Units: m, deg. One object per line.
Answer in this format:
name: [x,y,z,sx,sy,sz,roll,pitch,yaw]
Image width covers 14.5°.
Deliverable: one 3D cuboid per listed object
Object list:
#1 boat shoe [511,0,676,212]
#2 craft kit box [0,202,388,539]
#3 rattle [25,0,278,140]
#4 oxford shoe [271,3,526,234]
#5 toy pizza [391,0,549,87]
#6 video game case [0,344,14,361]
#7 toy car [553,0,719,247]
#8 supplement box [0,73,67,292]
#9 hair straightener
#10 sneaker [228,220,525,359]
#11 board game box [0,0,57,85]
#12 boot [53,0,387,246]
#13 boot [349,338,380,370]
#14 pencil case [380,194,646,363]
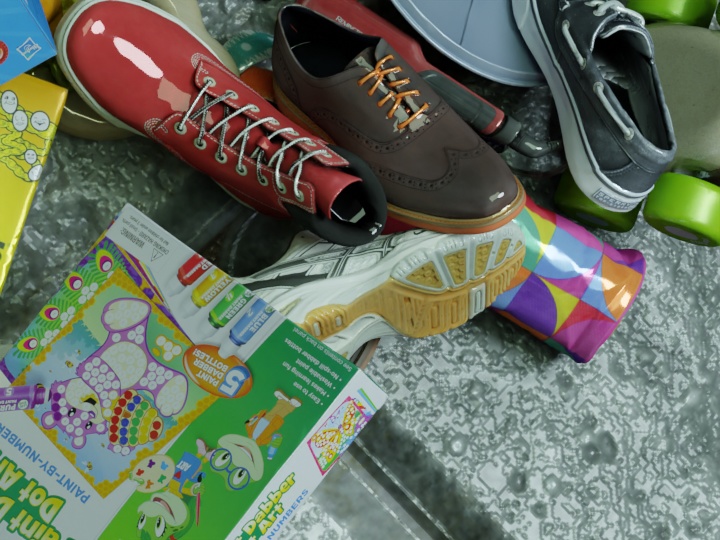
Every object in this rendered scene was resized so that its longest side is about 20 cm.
boat shoe: [0.148,-0.133,1.730,0.072,0.068,0.200,12,49,-29]
craft kit box: [-0.118,0.090,1.560,0.200,0.049,0.198,34,85,34]
rattle: [-0.112,-0.146,1.691,0.200,0.143,0.130,18,54,-7]
oxford shoe: [0.015,-0.089,1.660,0.200,0.073,0.071,34,64,32]
toy pizza: [0.073,-0.202,1.794,0.200,0.032,0.200,19,55,-29]
video game case: [-0.158,0.133,1.595,0.182,0.023,0.200,-3,65,25]
toy car: [0.251,-0.076,1.810,0.200,0.158,0.164,27,80,-38]
supplement box: [-0.256,-0.020,1.626,0.109,0.110,0.200,20,72,-12]
hair straightener: [0.048,-0.113,1.759,0.200,0.077,0.041,28,81,14]
sneaker: [0.000,0.000,1.669,0.200,0.076,0.088,-21,46,-22]
board game box: [-0.280,-0.140,1.564,0.196,0.200,0.056,-29,128,4]
boot: [-0.074,-0.085,1.615,0.200,0.144,0.072,36,85,-33]
boot: [-0.070,0.071,1.683,0.097,0.075,0.200,41,71,-8]
pencil case: [0.078,-0.024,1.749,0.200,0.088,0.088,33,70,-8]
